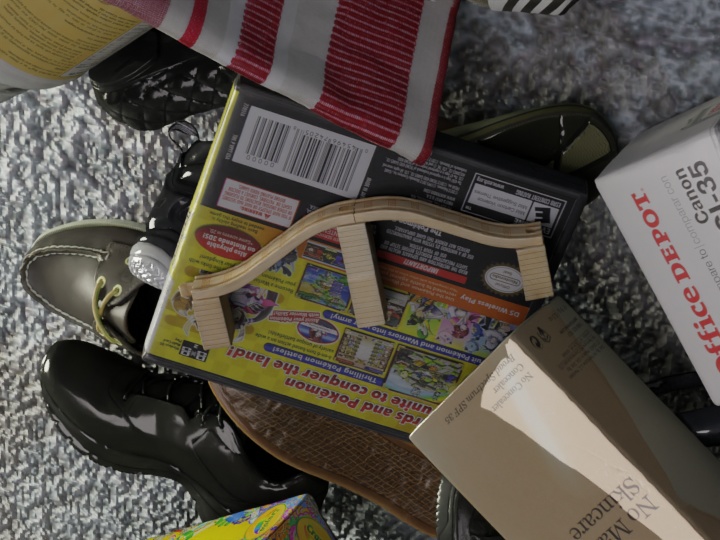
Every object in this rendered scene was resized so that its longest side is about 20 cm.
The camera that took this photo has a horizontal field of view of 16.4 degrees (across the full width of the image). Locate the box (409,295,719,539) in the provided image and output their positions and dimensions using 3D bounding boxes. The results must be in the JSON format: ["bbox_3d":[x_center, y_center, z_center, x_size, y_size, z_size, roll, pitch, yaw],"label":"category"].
[{"bbox_3d":[0.134,0.122,1.331,0.200,0.078,0.095,45,118,6],"label":"box"}]

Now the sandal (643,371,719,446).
[{"bbox_3d":[0.148,0.082,1.406,0.200,0.076,0.043,-9,80,29],"label":"sandal"}]

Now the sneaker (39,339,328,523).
[{"bbox_3d":[-0.103,0.093,1.529,0.200,0.076,0.091,31,133,1],"label":"sneaker"}]

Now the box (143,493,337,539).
[{"bbox_3d":[-0.076,0.261,1.474,0.193,0.122,0.200,-21,105,41],"label":"box"}]

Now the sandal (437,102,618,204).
[{"bbox_3d":[0.043,-0.053,1.391,0.201,0.057,0.080,-8,117,1],"label":"sandal"}]

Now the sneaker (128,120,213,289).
[{"bbox_3d":[-0.027,-0.027,1.438,0.200,0.075,0.114,12,90,-3],"label":"sneaker"}]

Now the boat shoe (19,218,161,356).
[{"bbox_3d":[-0.126,0.018,1.519,0.201,0.061,0.072,12,117,22],"label":"boat shoe"}]

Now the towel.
[{"bbox_3d":[-0.035,-0.155,1.308,0.200,0.144,0.023,27,144,-21],"label":"towel"}]

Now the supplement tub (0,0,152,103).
[{"bbox_3d":[-0.165,-0.190,1.398,0.200,0.145,0.145,-28,97,33],"label":"supplement tub"}]

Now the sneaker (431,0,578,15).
[{"bbox_3d":[0.105,-0.229,1.304,0.115,0.076,0.201,11,109,-1],"label":"sneaker"}]

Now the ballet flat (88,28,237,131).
[{"bbox_3d":[-0.066,-0.120,1.444,0.200,0.066,0.057,-5,150,29],"label":"ballet flat"}]

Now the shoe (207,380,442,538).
[{"bbox_3d":[-0.011,0.088,1.462,0.200,0.053,0.070,37,104,-15],"label":"shoe"}]

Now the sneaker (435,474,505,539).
[{"bbox_3d":[0.109,0.199,1.387,0.104,0.060,0.200,-7,93,36],"label":"sneaker"}]

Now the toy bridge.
[{"bbox_3d":[0.000,-0.004,1.340,0.200,0.027,0.067,-9,115,7],"label":"toy bridge"}]

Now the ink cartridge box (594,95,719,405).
[{"bbox_3d":[0.245,-0.032,1.296,0.200,0.083,0.147,-24,99,32],"label":"ink cartridge box"}]

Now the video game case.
[{"bbox_3d":[0.000,0.000,1.372,0.200,0.026,0.181,17,117,-7],"label":"video game case"}]
